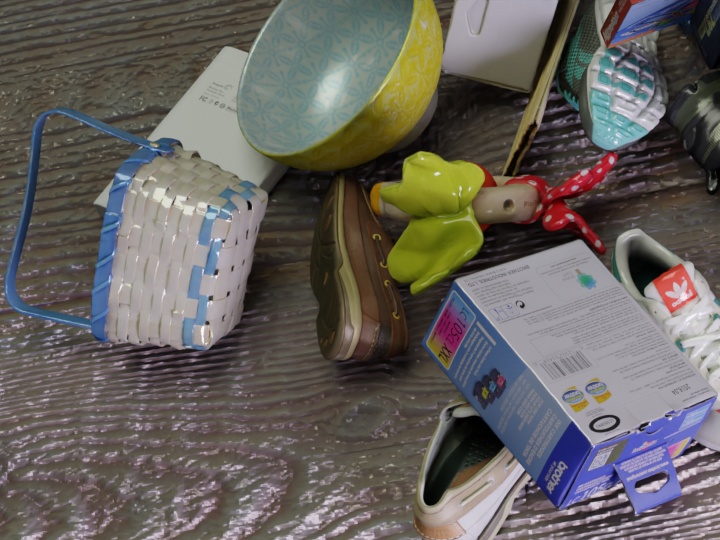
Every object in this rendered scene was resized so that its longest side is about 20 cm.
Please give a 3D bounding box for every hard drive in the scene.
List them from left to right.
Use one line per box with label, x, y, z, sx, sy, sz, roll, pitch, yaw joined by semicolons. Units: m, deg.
hard drive;-0.124;-0.104;1.810;0.132;0.027;0.200;22;62;30

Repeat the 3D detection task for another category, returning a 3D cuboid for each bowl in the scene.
bowl;0.003;-0.159;1.737;0.200;0.108;0.201;-27;46;32

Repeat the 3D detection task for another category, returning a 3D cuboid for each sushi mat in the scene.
sushi mat;0.159;-0.173;1.733;0.012;0.096;0.200;21;59;0

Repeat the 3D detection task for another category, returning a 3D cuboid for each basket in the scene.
basket;-0.187;-0.023;1.671;0.199;0.177;0.139;17;19;8

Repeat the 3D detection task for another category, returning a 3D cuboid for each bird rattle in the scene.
bird rattle;0.097;-0.061;1.641;0.199;0.113;0.163;-16;17;-27

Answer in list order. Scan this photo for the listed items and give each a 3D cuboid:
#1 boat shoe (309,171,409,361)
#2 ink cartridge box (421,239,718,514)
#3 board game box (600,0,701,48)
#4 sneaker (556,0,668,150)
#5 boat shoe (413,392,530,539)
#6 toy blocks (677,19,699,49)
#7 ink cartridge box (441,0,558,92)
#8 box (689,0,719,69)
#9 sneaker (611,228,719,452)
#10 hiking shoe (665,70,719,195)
boat shoe;0.000;0.000;1.669;0.067;0.072;0.200;10;40;-15
ink cartridge box;0.160;0.083;1.487;0.136;0.076;0.200;-17;54;-37
board game box;0.289;-0.231;1.612;0.199;0.103;0.020;-21;78;-8
sneaker;0.201;-0.153;1.698;0.077;0.091;0.200;30;39;-13
boat shoe;0.099;0.120;1.532;0.075;0.068;0.200;9;55;27
toy blocks;0.318;-0.243;1.740;0.137;0.100;0.200;-38;57;2
ink cartridge box;0.133;-0.274;1.755;0.087;0.146;0.200;15;47;2
box;0.363;-0.229;1.581;0.199;0.158;0.051;-21;78;-6
sneaker;0.242;0.049;1.525;0.070;0.094;0.200;-28;50;-5
hiking shoe;0.351;-0.125;1.652;0.199;0.076;0.101;-21;71;-4
